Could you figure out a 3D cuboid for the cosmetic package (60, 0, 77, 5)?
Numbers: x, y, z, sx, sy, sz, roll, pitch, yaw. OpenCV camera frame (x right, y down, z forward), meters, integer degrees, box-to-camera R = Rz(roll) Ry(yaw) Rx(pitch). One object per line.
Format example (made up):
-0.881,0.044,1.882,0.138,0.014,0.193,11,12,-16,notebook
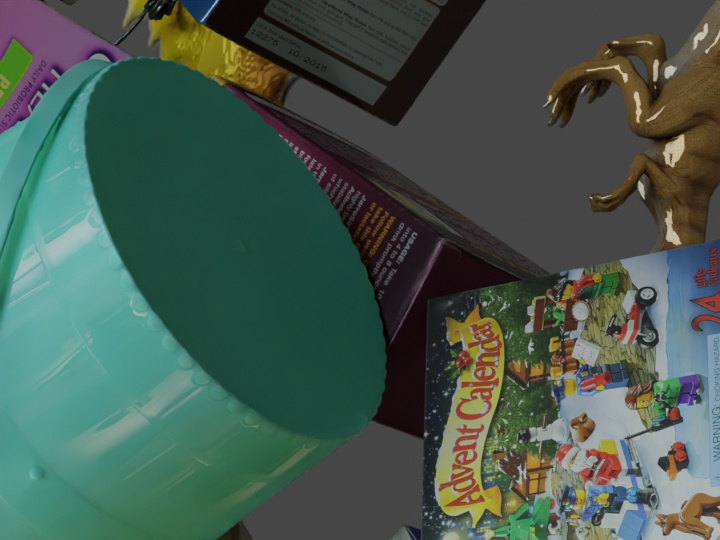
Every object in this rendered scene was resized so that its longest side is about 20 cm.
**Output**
-0.149,-0.241,1.362,0.113,0.081,0.200,-40,46,26,cosmetic package

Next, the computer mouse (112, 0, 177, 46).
-0.130,-0.111,1.527,0.200,0.034,0.059,-51,22,8,computer mouse

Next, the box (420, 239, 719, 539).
0.092,0.094,1.091,0.137,0.038,0.200,-12,59,24,box

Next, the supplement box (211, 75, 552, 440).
0.000,0.000,1.268,0.200,0.110,0.086,37,100,49,supplement box

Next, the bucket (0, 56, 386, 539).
-0.096,0.021,1.133,0.135,0.207,0.207,-34,49,26,bucket

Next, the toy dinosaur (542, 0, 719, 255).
0.144,-0.078,1.213,0.106,0.060,0.200,19,90,25,toy dinosaur

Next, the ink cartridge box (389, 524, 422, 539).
0.026,0.203,1.165,0.200,0.076,0.136,-50,43,18,ink cartridge box

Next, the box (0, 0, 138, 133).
-0.188,-0.076,1.370,0.097,0.200,0.176,-59,-5,-12,box

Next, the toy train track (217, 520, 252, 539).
-0.032,0.190,1.156,0.115,0.033,0.200,-33,55,22,toy train track

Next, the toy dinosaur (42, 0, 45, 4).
-0.219,-0.138,1.572,0.136,0.102,0.200,-72,-5,-65,toy dinosaur

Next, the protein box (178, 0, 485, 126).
-0.014,-0.219,1.374,0.200,0.135,0.199,-54,41,12,protein box
